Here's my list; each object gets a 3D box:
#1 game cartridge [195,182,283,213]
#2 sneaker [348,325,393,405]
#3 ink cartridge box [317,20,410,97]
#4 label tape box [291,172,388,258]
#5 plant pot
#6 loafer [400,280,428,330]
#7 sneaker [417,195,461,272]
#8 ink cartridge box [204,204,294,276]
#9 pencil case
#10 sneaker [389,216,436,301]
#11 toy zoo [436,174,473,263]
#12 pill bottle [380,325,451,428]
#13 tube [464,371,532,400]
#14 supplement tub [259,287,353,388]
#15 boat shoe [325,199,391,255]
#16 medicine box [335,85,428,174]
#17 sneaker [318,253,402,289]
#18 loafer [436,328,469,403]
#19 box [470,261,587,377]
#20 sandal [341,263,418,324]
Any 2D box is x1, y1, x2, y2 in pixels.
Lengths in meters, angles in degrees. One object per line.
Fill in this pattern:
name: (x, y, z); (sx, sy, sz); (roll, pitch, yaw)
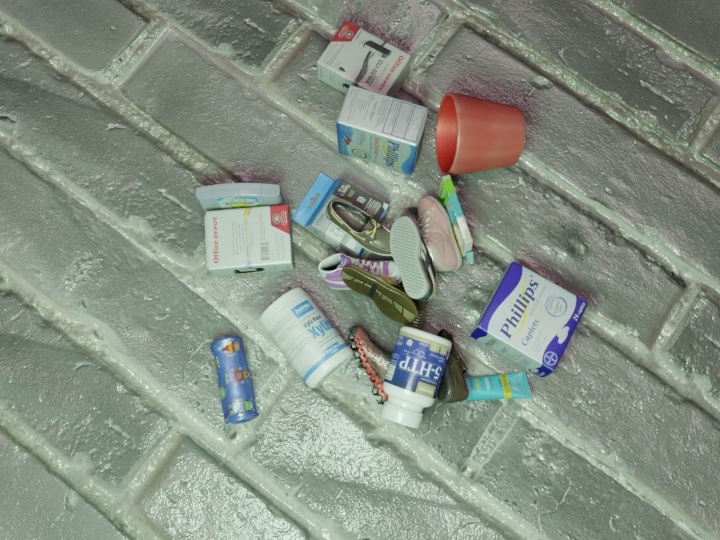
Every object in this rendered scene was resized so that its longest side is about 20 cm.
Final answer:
game cartridge: (-0.286, -0.168, 1.748); (0.198, 0.133, 0.041); (-2, 69, 0)
sneaker: (0.044, 0.208, 1.684); (0.097, 0.071, 0.201); (-27, 79, -7)
ink cartridge box: (0.010, -0.517, 1.865); (0.199, 0.084, 0.145); (30, 76, 7)
label tape box: (-0.051, -0.141, 1.777); (0.199, 0.066, 0.144); (32, 78, 6)
plant pot: (0.290, -0.328, 1.772); (0.176, 0.200, 0.202); (-1, 75, -9)
loafer: (0.125, 0.065, 1.726); (0.076, 0.068, 0.201); (14, 60, 0)
sneaker: (0.160, -0.086, 1.738); (0.104, 0.075, 0.201); (-10, 70, -31)
ink cartridge box: (-0.263, -0.071, 1.746); (0.199, 0.083, 0.147); (-5, 78, -1)
pencil case: (-0.290, 0.249, 1.668); (0.078, 0.087, 0.201); (-3, 73, -39)
sneaker: (0.121, -0.022, 1.670); (0.078, 0.079, 0.201); (-20, 66, 24)
toy zoo: (0.227, -0.111, 1.736); (0.020, 0.131, 0.201); (-16, 76, -4)
pill bottle: (0.116, 0.233, 1.592); (0.119, 0.120, 0.201); (17, 84, 4)
tube: (0.288, 0.270, 1.680); (0.199, 0.051, 0.078); (-4, 48, -2)
supplement tub: (-0.123, 0.154, 1.666); (0.132, 0.132, 0.200); (-38, 80, -9)
boat shoe: (0.009, -0.100, 1.702); (0.199, 0.060, 0.072); (33, 76, 0)
medicine box: (0.052, -0.335, 1.767); (0.199, 0.182, 0.104); (18, 77, 5)
sneaker: (0.000, 0.001, 1.693); (0.199, 0.114, 0.073); (-7, 65, 10)
loafer: (0.203, 0.222, 1.659); (0.071, 0.073, 0.201); (17, 43, -18)
box: (0.387, 0.114, 1.692); (0.199, 0.105, 0.185); (29, 77, 8)
sandal: (0.049, 0.043, 1.645); (0.199, 0.080, 0.054); (34, 42, 4)
